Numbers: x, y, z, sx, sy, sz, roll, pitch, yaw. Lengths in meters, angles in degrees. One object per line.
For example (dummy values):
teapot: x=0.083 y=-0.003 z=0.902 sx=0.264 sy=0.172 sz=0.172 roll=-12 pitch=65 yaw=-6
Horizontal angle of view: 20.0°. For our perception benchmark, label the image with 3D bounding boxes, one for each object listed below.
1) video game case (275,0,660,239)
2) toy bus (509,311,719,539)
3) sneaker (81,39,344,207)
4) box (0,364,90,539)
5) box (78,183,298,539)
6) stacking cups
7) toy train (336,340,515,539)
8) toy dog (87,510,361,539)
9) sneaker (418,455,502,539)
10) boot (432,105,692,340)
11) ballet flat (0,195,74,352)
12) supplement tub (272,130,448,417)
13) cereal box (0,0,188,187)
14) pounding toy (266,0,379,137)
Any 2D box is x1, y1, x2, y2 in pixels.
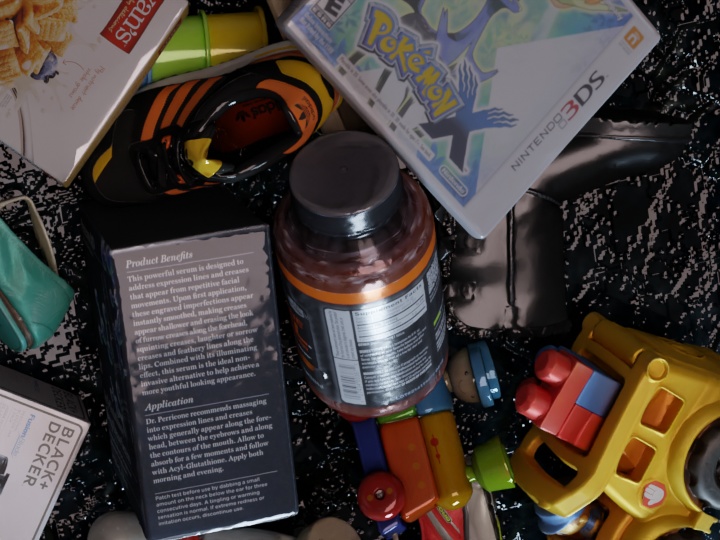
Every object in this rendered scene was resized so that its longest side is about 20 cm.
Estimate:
video game case: x=0.072 y=-0.152 z=1.293 sx=0.183 sy=0.022 sz=0.200 roll=-48 pitch=114 yaw=-7
toy bus: x=0.175 y=0.133 z=1.463 sx=0.191 sy=0.136 sz=0.201 roll=23 pitch=98 yaw=-30
sneaker: x=-0.107 y=-0.084 z=1.305 sx=0.199 sy=0.090 sz=0.070 roll=-21 pitch=109 yaw=24
box: x=-0.296 y=0.109 z=1.381 sx=0.199 sy=0.060 sz=0.117 roll=25 pitch=96 yaw=-20
box: x=-0.116 y=0.057 z=1.372 sx=0.106 sy=0.148 sz=0.202 roll=-9 pitch=105 yaw=-13
stacking cups: x=-0.162 y=-0.139 z=1.363 sx=0.198 sy=0.061 sz=0.061 roll=-6 pitch=105 yaw=-10
toy train: x=0.058 y=0.153 z=1.429 sx=0.115 sy=0.085 sz=0.202 roll=-15 pitch=77 yaw=4
toy dog: x=-0.093 y=0.225 z=1.418 sx=0.198 sy=0.132 sz=0.097 roll=0 pitch=61 yaw=-16
sneaker: x=0.069 y=0.231 z=1.518 sx=0.084 sy=0.077 sz=0.202 roll=-9 pitch=106 yaw=8
boot: x=0.136 y=-0.035 z=1.460 sx=0.196 sy=0.073 sz=0.164 roll=0 pitch=101 yaw=-9
ballet flat: x=-0.258 y=-0.040 z=1.362 sx=0.070 sy=0.067 sz=0.201 roll=-44 pitch=112 yaw=-27
supplement tub: x=0.000 y=0.000 z=1.339 sx=0.106 sy=0.107 sz=0.201 roll=-21 pitch=141 yaw=-10
cereal box: x=-0.228 y=-0.168 z=1.306 sx=0.199 sy=0.040 sz=0.144 roll=34 pitch=84 yaw=-2
pounding toy: x=0.026 y=-0.208 z=1.369 sx=0.183 sy=0.142 sz=0.201 roll=-23 pitch=110 yaw=2
